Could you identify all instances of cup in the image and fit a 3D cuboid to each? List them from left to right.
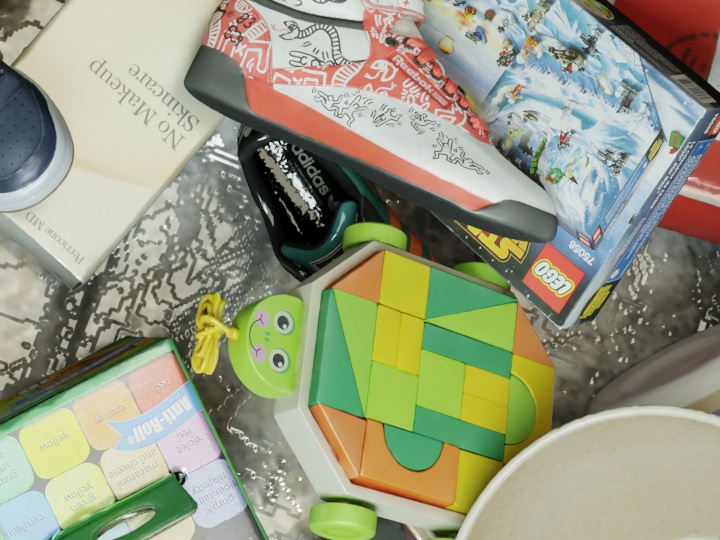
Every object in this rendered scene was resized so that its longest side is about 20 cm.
[{"bbox_3d":[0.153,0.173,1.036,0.199,0.143,0.202,-4,78,20],"label":"cup"}]

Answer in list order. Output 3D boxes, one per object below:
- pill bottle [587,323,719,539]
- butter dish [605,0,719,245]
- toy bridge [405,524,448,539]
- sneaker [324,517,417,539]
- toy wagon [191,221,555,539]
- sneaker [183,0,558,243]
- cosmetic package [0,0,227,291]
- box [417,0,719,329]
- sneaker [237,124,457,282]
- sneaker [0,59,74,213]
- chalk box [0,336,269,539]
[{"bbox_3d":[0.217,0.136,1.160,0.119,0.120,0.201,-28,94,-13],"label":"pill bottle"},{"bbox_3d":[0.181,-0.135,1.160,0.198,0.148,0.201,17,124,-4],"label":"butter dish"},{"bbox_3d":[0.084,0.186,1.108,0.200,0.027,0.067,47,61,-15],"label":"toy bridge"},{"bbox_3d":[0.011,0.205,1.139,0.115,0.076,0.201,13,74,-7],"label":"sneaker"},{"bbox_3d":[0.010,0.055,1.045,0.199,0.039,0.156,20,65,-32],"label":"toy wagon"},{"bbox_3d":[0.022,-0.097,1.053,0.200,0.067,0.108,25,86,11],"label":"sneaker"},{"bbox_3d":[-0.120,-0.098,1.116,0.103,0.073,0.200,40,78,-8],"label":"cosmetic package"},{"bbox_3d":[0.074,-0.087,1.086,0.200,0.040,0.137,44,118,22],"label":"box"},{"bbox_3d":[0.000,0.000,1.125,0.071,0.080,0.200,-39,92,18],"label":"sneaker"},{"bbox_3d":[-0.221,-0.111,1.025,0.070,0.109,0.200,-43,60,-7],"label":"sneaker"},{"bbox_3d":[-0.126,0.111,1.037,0.124,0.200,0.124,-26,93,-13],"label":"chalk box"}]
